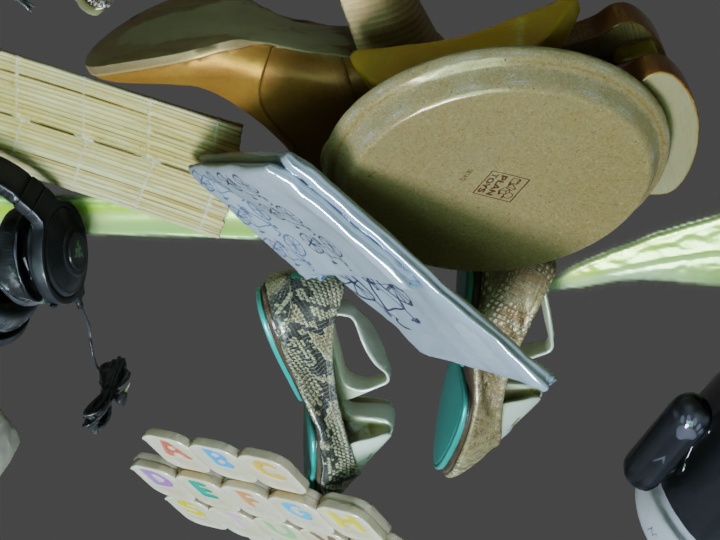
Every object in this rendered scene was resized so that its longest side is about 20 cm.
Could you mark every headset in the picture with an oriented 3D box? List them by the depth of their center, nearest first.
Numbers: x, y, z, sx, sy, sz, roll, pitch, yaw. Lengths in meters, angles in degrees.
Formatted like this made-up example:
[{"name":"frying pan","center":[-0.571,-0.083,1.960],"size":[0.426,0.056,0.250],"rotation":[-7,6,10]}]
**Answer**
[{"name":"headset","center":[-0.221,0.013,1.073],"size":[0.123,0.094,0.200],"rotation":[-29,118,33]}]

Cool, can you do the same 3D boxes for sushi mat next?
[{"name":"sushi mat","center":[-0.170,-0.082,1.031],"size":[0.198,0.012,0.096],"rotation":[18,133,-2]}]

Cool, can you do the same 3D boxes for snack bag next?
[{"name":"snack bag","center":[0.000,0.000,0.957],"size":[0.200,0.021,0.188],"rotation":[40,170,-18]}]

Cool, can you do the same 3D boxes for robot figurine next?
[{"name":"robot figurine","center":[0.252,0.112,1.032],"size":[0.150,0.125,0.200],"rotation":[39,131,4]}]

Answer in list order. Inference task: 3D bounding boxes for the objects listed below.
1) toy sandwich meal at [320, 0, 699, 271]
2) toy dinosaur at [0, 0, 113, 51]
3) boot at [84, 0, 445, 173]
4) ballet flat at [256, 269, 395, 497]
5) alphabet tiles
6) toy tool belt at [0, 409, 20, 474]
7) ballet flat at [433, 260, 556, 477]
[{"name":"toy sandwich meal","center":[0.078,-0.074,0.905],"size":[0.203,0.071,0.206],"rotation":[-2,147,-1]},{"name":"toy dinosaur","center":[-0.233,-0.169,0.948],"size":[0.199,0.048,0.089],"rotation":[20,118,-4]},{"name":"boot","center":[-0.041,-0.089,0.955],"size":[0.200,0.071,0.145],"rotation":[-10,128,16]},{"name":"ballet flat","center":[-0.015,0.080,1.111],"size":[0.075,0.068,0.201],"rotation":[-10,128,1]},{"name":"alphabet tiles","center":[-0.061,0.168,1.174],"size":[0.199,0.015,0.196],"rotation":[8,151,32]},{"name":"toy tool belt","center":[-0.342,0.162,1.217],"size":[0.199,0.123,0.125],"rotation":[-29,119,33]},{"name":"ballet flat","center":[0.086,0.060,1.064],"size":[0.065,0.071,0.201],"rotation":[0,137,-6]}]
